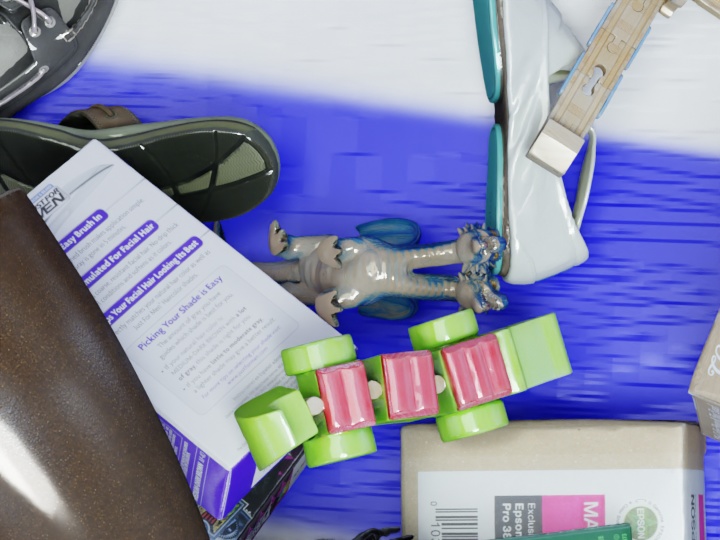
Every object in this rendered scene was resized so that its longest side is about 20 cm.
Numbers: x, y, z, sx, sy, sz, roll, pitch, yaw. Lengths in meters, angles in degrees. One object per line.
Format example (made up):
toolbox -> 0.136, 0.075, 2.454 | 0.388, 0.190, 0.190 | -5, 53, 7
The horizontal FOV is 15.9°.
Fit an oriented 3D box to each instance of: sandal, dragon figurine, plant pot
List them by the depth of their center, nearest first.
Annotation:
plant pot -> -0.176, 0.094, 1.310 | 0.187, 0.187, 0.200 | -42, 91, 7
dragon figurine -> 0.000, 0.000, 1.465 | 0.200, 0.099, 0.059 | 2, 93, 54
sandal -> -0.141, -0.063, 1.514 | 0.200, 0.057, 0.080 | 0, 125, 13

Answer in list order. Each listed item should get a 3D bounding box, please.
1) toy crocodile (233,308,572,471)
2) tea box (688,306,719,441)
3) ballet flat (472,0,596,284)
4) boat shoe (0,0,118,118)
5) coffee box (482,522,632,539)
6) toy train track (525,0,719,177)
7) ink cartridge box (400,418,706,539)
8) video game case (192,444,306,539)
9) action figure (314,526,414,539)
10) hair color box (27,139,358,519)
toy crocodile -> 0.024, 0.061, 1.364 | 0.200, 0.062, 0.068 | -11, 87, -24
tea box -> 0.298, 0.019, 1.349 | 0.196, 0.134, 0.200 | 20, 81, 15
ballet flat -> 0.099, -0.093, 1.460 | 0.069, 0.069, 0.201 | -4, 89, 13
boat shoe -> -0.222, -0.123, 1.537 | 0.200, 0.057, 0.067 | -43, 77, 7
coffee box -> 0.049, 0.201, 1.335 | 0.200, 0.044, 0.123 | -7, 86, -14
toy train track -> 0.152, -0.142, 1.429 | 0.115, 0.033, 0.200 | 32, 76, -4
ink cartridge box -> 0.108, 0.183, 1.425 | 0.164, 0.075, 0.201 | -3, 84, 14
video game case -> -0.146, 0.101, 1.427 | 0.200, 0.036, 0.181 | 29, 54, 10
action figure -> -0.042, 0.206, 1.440 | 0.200, 0.102, 0.119 | -23, 67, 50
hair color box -> -0.113, 0.031, 1.420 | 0.200, 0.065, 0.109 | 39, 59, 15
